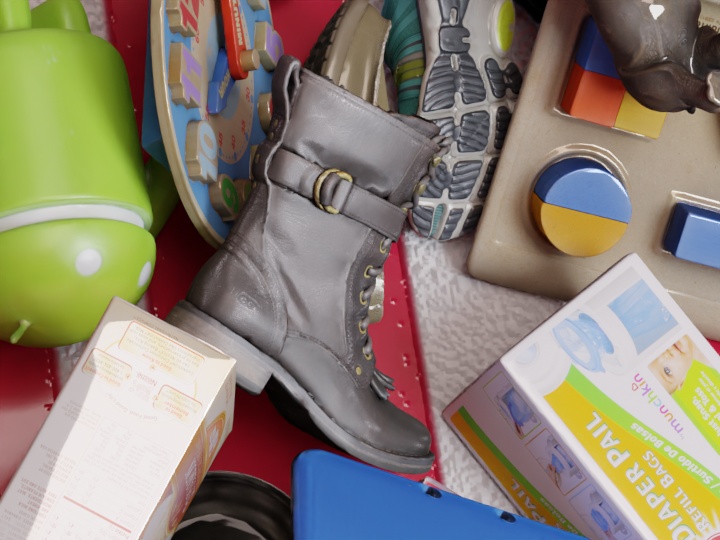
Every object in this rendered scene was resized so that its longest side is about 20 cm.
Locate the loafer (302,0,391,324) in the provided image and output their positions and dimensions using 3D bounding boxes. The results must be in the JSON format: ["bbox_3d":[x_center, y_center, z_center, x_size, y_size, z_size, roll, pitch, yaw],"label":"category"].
[{"bbox_3d":[-0.007,-0.055,1.669,0.067,0.076,0.201,14,77,-14],"label":"loafer"}]

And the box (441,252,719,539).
[{"bbox_3d":[0.159,0.111,1.642,0.112,0.101,0.200,-37,85,-26],"label":"box"}]

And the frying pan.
[{"bbox_3d":[-0.112,0.168,1.573,0.189,0.031,0.115,-7,71,-6],"label":"frying pan"}]

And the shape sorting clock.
[{"bbox_3d":[-0.074,-0.111,1.608,0.039,0.200,0.201,-5,68,19],"label":"shape sorting clock"}]

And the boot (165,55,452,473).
[{"bbox_3d":[0.000,0.000,1.579,0.200,0.069,0.175,34,83,-34],"label":"boot"}]

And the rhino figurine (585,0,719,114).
[{"bbox_3d":[0.141,-0.172,1.592,0.060,0.087,0.200,-30,93,-25],"label":"rhino figurine"}]

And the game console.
[{"bbox_3d":[0.035,0.212,1.535,0.199,0.118,0.171,20,99,-18],"label":"game console"}]

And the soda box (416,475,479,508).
[{"bbox_3d":[0.010,0.213,1.573,0.063,0.070,0.200,31,65,-11],"label":"soda box"}]

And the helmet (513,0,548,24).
[{"bbox_3d":[0.172,-0.229,1.721,0.199,0.191,0.201,6,68,-15],"label":"helmet"}]

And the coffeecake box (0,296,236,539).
[{"bbox_3d":[-0.139,0.132,1.488,0.073,0.154,0.200,27,74,4],"label":"coffeecake box"}]

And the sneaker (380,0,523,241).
[{"bbox_3d":[0.048,-0.117,1.707,0.077,0.080,0.201,3,88,-32],"label":"sneaker"}]

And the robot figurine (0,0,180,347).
[{"bbox_3d":[-0.173,-0.049,1.585,0.175,0.115,0.201,11,62,-49],"label":"robot figurine"}]

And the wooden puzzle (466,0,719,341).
[{"bbox_3d":[0.174,-0.061,1.678,0.185,0.046,0.201,14,107,-13],"label":"wooden puzzle"}]
